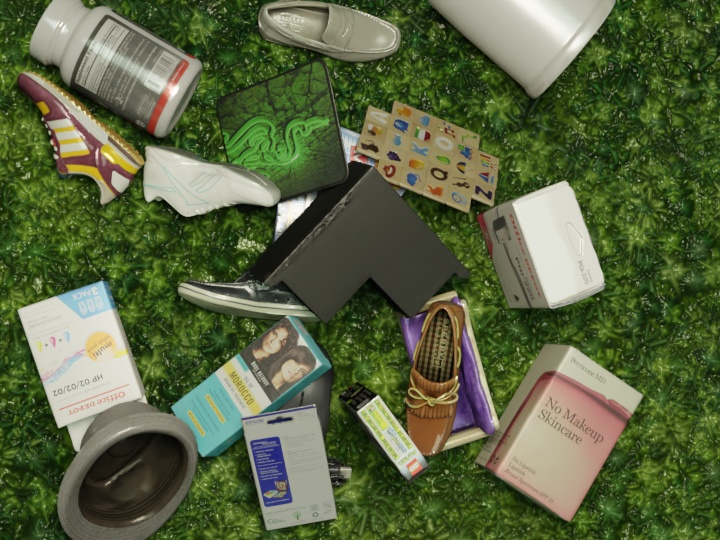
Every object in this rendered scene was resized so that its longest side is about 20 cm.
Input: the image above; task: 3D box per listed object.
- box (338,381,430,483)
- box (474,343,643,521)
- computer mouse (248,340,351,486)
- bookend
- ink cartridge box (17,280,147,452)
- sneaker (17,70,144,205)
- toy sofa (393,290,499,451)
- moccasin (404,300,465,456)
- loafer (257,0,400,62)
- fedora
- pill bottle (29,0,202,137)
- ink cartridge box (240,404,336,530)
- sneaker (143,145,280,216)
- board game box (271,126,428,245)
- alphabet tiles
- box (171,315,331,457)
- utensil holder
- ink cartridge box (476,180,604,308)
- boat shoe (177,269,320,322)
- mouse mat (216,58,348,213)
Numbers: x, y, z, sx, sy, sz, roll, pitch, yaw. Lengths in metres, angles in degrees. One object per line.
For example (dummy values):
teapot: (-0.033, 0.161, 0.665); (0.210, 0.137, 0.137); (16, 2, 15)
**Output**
box: (0.027, 0.204, 1.370); (0.035, 0.200, 0.110); (-37, 94, -7)
box: (0.268, 0.217, 1.453); (0.127, 0.109, 0.201); (33, 83, -6)
computer mouse: (-0.077, 0.192, 1.428); (0.137, 0.053, 0.202); (3, 87, -8)
bookend: (0.000, 0.000, 1.376); (0.199, 0.092, 0.200); (-47, 110, -5)
ink cartridge box: (-0.352, 0.127, 1.380); (0.114, 0.068, 0.202); (-19, 91, -9)
sneaker: (-0.382, -0.173, 1.387); (0.200, 0.075, 0.090); (40, 92, 2)
toy sofa: (0.115, 0.135, 1.439); (0.082, 0.098, 0.202); (-15, 91, -10)
moccasin: (0.097, 0.141, 1.371); (0.073, 0.078, 0.203); (16, 98, 13)
loafer: (-0.040, -0.327, 1.448); (0.198, 0.070, 0.071); (4, 87, -9)
fedora: (-0.301, 0.245, 1.356); (0.176, 0.090, 0.201); (12, 113, -36)
pill bottle: (-0.315, -0.268, 1.380); (0.199, 0.116, 0.117); (30, 83, -6)
ink cartridge box: (-0.091, 0.246, 1.375); (0.098, 0.039, 0.201); (-8, 124, -2)
sneaker: (-0.197, -0.107, 1.404); (0.199, 0.070, 0.081); (16, 99, 18)
board game box: (-0.013, -0.105, 1.448); (0.198, 0.062, 0.202); (6, 86, -8)
alphabet tiles: (0.094, -0.156, 1.441); (0.198, 0.006, 0.167); (21, 45, -8)
box: (-0.142, 0.152, 1.388); (0.199, 0.049, 0.083); (-38, 76, 6)
utensil holder: (0.216, -0.363, 1.442); (0.200, 0.170, 0.170); (40, 82, -4)
ink cartridge box: (0.234, -0.028, 1.412); (0.084, 0.200, 0.147); (-20, 90, -9)
boat shoe: (-0.143, 0.028, 1.418); (0.198, 0.075, 0.063); (6, 79, -11)
mouse mat: (-0.105, -0.173, 1.393); (0.008, 0.199, 0.163); (-10, 87, -53)
